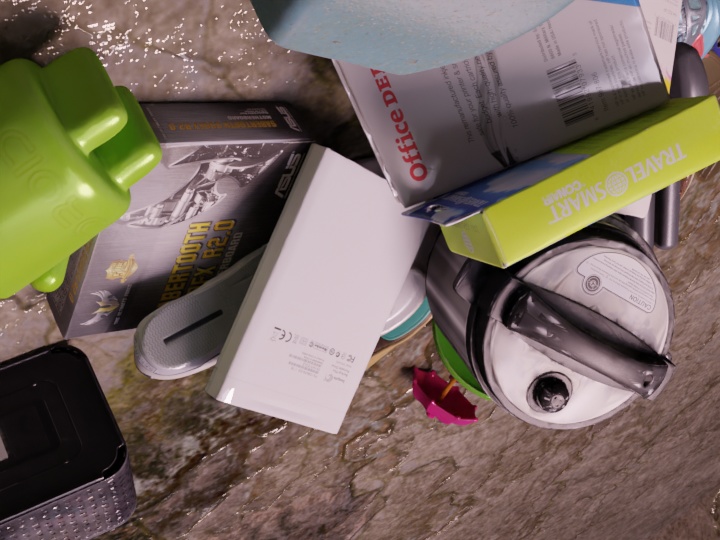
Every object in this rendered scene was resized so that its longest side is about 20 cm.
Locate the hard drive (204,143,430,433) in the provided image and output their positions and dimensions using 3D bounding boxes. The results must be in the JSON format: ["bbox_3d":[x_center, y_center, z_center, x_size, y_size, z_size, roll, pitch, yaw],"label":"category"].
[{"bbox_3d":[-0.028,0.019,0.839,0.132,0.027,0.201,24,90,-43],"label":"hard drive"}]

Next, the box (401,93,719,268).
[{"bbox_3d":[0.137,-0.059,0.740,0.199,0.048,0.122,-26,-170,-8],"label":"box"}]

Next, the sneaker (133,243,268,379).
[{"bbox_3d":[-0.096,0.027,0.870,0.199,0.073,0.071,-21,177,-27],"label":"sneaker"}]

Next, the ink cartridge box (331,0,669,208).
[{"bbox_3d":[0.090,-0.153,0.746,0.199,0.084,0.145,-21,114,10],"label":"ink cartridge box"}]

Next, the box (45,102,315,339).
[{"bbox_3d":[-0.141,-0.038,0.832,0.158,0.048,0.201,-8,141,-38],"label":"box"}]

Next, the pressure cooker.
[{"bbox_3d":[0.158,0.032,0.885,0.175,0.200,0.180,-15,113,-7],"label":"pressure cooker"}]

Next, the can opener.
[{"bbox_3d":[0.267,-0.102,0.950,0.053,0.067,0.201,-13,117,-15],"label":"can opener"}]

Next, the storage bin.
[{"bbox_3d":[-0.298,0.165,0.885,0.199,0.136,0.094,-21,148,-21],"label":"storage bin"}]

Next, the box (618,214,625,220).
[{"bbox_3d":[0.174,-0.029,1.080,0.132,0.115,0.200,2,133,-43],"label":"box"}]

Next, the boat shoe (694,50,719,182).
[{"bbox_3d":[0.336,-0.166,1.105,0.073,0.063,0.201,-40,144,4],"label":"boat shoe"}]

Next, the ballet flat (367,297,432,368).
[{"bbox_3d":[0.014,0.057,1.117,0.200,0.069,0.063,-39,173,18],"label":"ballet flat"}]

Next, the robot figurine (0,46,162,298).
[{"bbox_3d":[-0.225,-0.050,0.669,0.199,0.116,0.176,-35,149,3],"label":"robot figurine"}]

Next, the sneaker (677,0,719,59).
[{"bbox_3d":[0.252,-0.184,0.990,0.095,0.080,0.201,-5,132,-23],"label":"sneaker"}]

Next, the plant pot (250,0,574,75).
[{"bbox_3d":[0.025,-0.223,0.599,0.195,0.197,0.200,2,143,-45],"label":"plant pot"}]

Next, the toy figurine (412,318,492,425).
[{"bbox_3d":[0.134,0.099,1.251,0.200,0.150,0.184,-44,173,-34],"label":"toy figurine"}]

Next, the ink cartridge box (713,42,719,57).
[{"bbox_3d":[0.424,-0.263,1.055,0.199,0.041,0.200,-33,150,-1],"label":"ink cartridge box"}]

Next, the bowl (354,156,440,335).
[{"bbox_3d":[0.000,0.000,0.981,0.200,0.091,0.202,-23,148,-16],"label":"bowl"}]

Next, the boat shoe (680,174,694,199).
[{"bbox_3d":[0.285,-0.083,1.143,0.075,0.075,0.202,-52,-179,-39],"label":"boat shoe"}]

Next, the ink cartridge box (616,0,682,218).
[{"bbox_3d":[0.193,-0.149,0.867,0.116,0.067,0.202,6,93,-47],"label":"ink cartridge box"}]
